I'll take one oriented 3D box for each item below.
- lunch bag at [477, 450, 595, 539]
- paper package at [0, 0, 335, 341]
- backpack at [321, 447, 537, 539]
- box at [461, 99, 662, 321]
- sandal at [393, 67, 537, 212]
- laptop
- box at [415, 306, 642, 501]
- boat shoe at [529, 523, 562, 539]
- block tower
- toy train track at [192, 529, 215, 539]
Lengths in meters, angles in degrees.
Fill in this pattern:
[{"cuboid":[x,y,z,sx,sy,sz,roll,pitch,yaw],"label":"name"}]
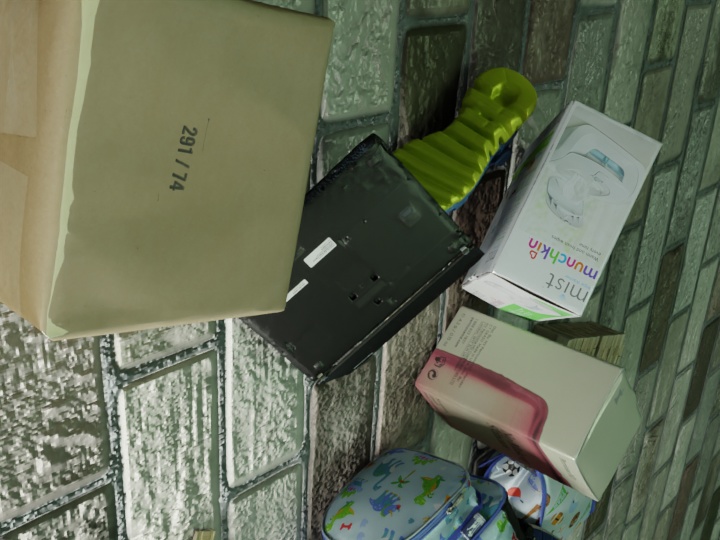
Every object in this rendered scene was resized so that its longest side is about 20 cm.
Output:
[{"cuboid":[0.240,0.266,1.077,0.170,0.124,0.201,-30,137,-39],"label":"lunch bag"},{"cuboid":[-0.124,-0.074,0.495,0.190,0.103,0.201,-4,110,-49],"label":"paper package"},{"cuboid":[0.044,0.283,0.813,0.200,0.183,0.147,-44,113,-26],"label":"backpack"},{"cuboid":[0.186,-0.048,0.809,0.200,0.096,0.177,100,15,-84],"label":"box"},{"cuboid":[0.088,-0.098,0.761,0.200,0.079,0.087,-41,161,-19],"label":"sandal"},{"cuboid":[0.000,0.000,0.695,0.177,0.103,0.200,-42,116,8],"label":"laptop"},{"cuboid":[0.181,0.141,0.881,0.109,0.200,0.128,-56,140,-16],"label":"box"},{"cuboid":[0.168,0.349,0.999,0.073,0.199,0.072,102,6,-47],"label":"boat shoe"},{"cuboid":[0.299,0.106,1.122,0.200,0.058,0.054,2,106,-52],"label":"block tower"},{"cuboid":[-0.120,0.292,0.733,0.200,0.032,0.115,20,92,-53],"label":"toy train track"}]
